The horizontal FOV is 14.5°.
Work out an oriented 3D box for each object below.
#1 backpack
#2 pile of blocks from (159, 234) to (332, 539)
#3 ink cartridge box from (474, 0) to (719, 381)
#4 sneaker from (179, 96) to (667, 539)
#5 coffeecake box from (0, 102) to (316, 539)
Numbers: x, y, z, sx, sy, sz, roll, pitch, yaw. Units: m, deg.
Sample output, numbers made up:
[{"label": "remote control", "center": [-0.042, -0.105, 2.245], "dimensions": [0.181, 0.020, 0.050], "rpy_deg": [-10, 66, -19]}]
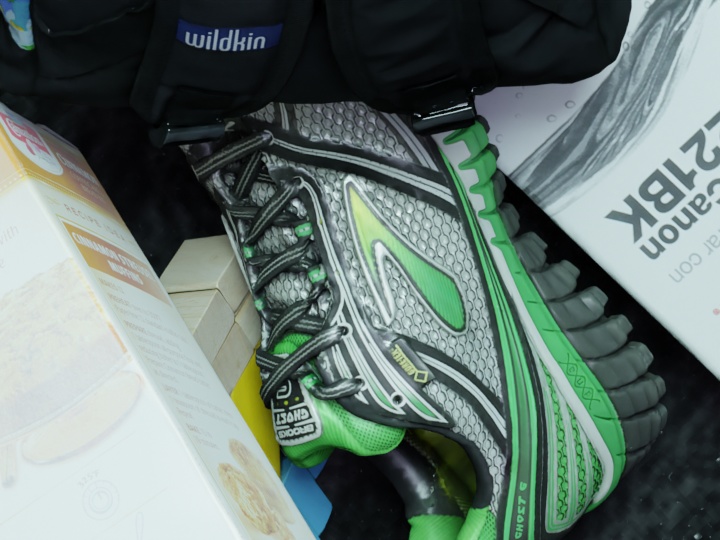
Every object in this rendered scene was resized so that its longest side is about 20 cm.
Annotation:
[{"label": "backpack", "center": [-0.014, -0.124, 0.610], "dimensions": [0.162, 0.200, 0.154], "rpy_deg": [-2, 77, 1]}, {"label": "pile of blocks", "center": [-0.049, 0.093, 0.777], "dimensions": [0.062, 0.082, 0.201], "rpy_deg": [-6, 77, 34]}, {"label": "ink cartridge box", "center": [0.087, -0.088, 0.749], "dimensions": [0.200, 0.084, 0.144], "rpy_deg": [43, 118, -6]}, {"label": "sneaker", "center": [0.000, 0.000, 0.741], "dimensions": [0.200, 0.078, 0.085], "rpy_deg": [51, 61, -17]}, {"label": "coffeecake box", "center": [-0.096, 0.082, 0.703], "dimensions": [0.153, 0.073, 0.200], "rpy_deg": [-35, 71, 8]}]
